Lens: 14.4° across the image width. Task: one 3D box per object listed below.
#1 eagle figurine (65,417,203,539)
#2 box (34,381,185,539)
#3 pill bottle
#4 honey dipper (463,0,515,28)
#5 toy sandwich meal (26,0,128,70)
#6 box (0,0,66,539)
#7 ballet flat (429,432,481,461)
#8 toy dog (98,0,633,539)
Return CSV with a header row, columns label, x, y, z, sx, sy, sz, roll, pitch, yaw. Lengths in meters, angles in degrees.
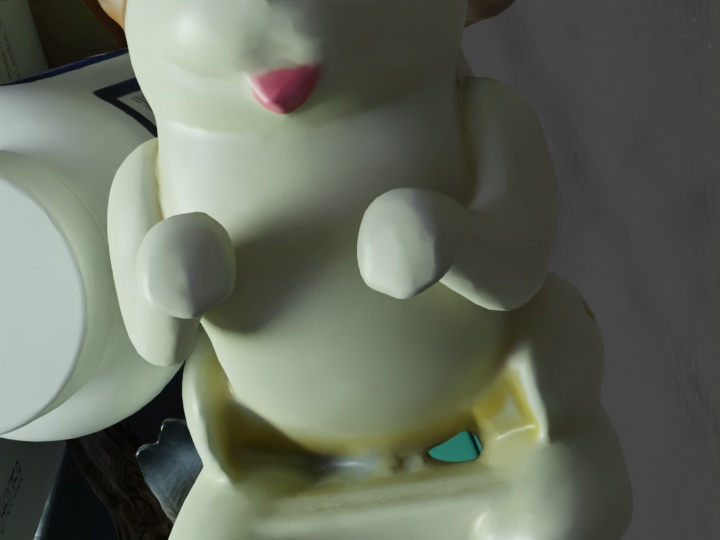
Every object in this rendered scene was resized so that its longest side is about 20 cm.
label,x,y,z,sx,sy,sz,roll,pitch,yaw
eagle figurine,-0.046,0.139,1.015,0.151,0.151,0.201,19,-105,-76
box,-0.128,0.067,1.269,0.200,0.117,0.198,4,80,56
pill bottle,-0.092,-0.008,0.910,0.200,0.110,0.112,-34,-58,-72
honey dipper,0.047,-0.098,0.816,0.200,0.038,0.038,169,96,-77
toy sandwich meal,-0.139,-0.106,1.087,0.206,0.204,0.070,100,-172,-53
box,-0.188,-0.002,1.015,0.201,0.130,0.200,-76,-20,-45
ballet flat,0.048,0.120,0.885,0.064,0.067,0.201,57,-167,-46
toy dog,0.001,-0.033,0.806,0.194,0.139,0.201,-65,-35,-51
